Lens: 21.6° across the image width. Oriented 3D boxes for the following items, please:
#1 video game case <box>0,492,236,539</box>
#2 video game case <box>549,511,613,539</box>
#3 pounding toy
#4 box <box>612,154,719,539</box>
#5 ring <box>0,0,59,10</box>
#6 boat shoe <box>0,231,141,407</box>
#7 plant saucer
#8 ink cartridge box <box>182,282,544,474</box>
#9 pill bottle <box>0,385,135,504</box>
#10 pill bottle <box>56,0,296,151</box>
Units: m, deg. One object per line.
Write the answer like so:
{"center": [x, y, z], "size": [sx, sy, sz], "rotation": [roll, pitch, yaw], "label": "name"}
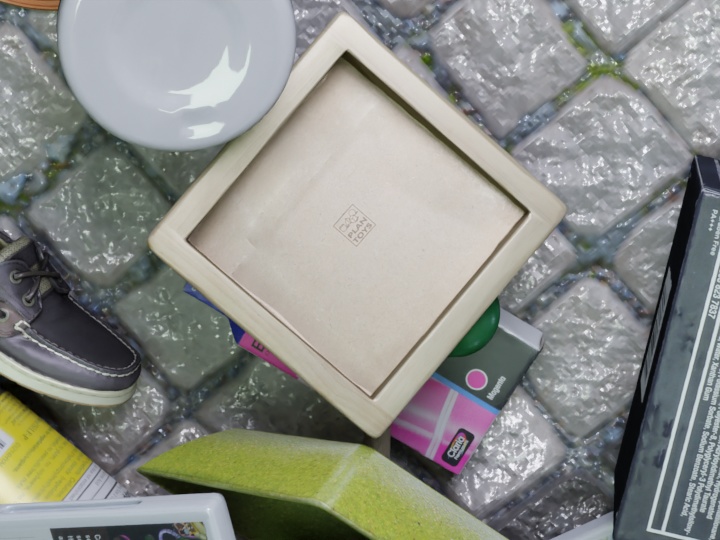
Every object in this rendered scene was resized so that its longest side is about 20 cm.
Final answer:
{"center": [-0.138, 0.221, 1.069], "size": [0.182, 0.023, 0.200], "rotation": [-5, 110, 22], "label": "video game case"}
{"center": [0.158, 0.242, 1.150], "size": [0.200, 0.022, 0.182], "rotation": [-27, 101, 17], "label": "video game case"}
{"center": [0.000, 0.000, 1.024], "size": [0.200, 0.142, 0.184], "rotation": [41, 88, -6], "label": "pounding toy"}
{"center": [0.254, 0.062, 1.018], "size": [0.198, 0.123, 0.200], "rotation": [14, 104, 5], "label": "box"}
{"center": [-0.181, -0.244, 1.059], "size": [0.200, 0.019, 0.201], "rotation": [3, 107, 10], "label": "ring"}
{"center": [-0.213, 0.008, 1.117], "size": [0.200, 0.072, 0.065], "rotation": [33, 115, 5], "label": "boat shoe"}
{"center": [0.004, 0.145, 1.057], "size": [0.200, 0.200, 0.048], "rotation": [36, 71, -29], "label": "plant saucer"}
{"center": [-0.001, 0.029, 1.106], "size": [0.200, 0.037, 0.095], "rotation": [31, 109, 1], "label": "ink cartridge box"}
{"center": [-0.191, 0.163, 1.139], "size": [0.200, 0.111, 0.111], "rotation": [41, 109, -4], "label": "pill bottle"}
{"center": [-0.096, -0.146, 0.969], "size": [0.114, 0.200, 0.114], "rotation": [-3, 115, -6], "label": "pill bottle"}
